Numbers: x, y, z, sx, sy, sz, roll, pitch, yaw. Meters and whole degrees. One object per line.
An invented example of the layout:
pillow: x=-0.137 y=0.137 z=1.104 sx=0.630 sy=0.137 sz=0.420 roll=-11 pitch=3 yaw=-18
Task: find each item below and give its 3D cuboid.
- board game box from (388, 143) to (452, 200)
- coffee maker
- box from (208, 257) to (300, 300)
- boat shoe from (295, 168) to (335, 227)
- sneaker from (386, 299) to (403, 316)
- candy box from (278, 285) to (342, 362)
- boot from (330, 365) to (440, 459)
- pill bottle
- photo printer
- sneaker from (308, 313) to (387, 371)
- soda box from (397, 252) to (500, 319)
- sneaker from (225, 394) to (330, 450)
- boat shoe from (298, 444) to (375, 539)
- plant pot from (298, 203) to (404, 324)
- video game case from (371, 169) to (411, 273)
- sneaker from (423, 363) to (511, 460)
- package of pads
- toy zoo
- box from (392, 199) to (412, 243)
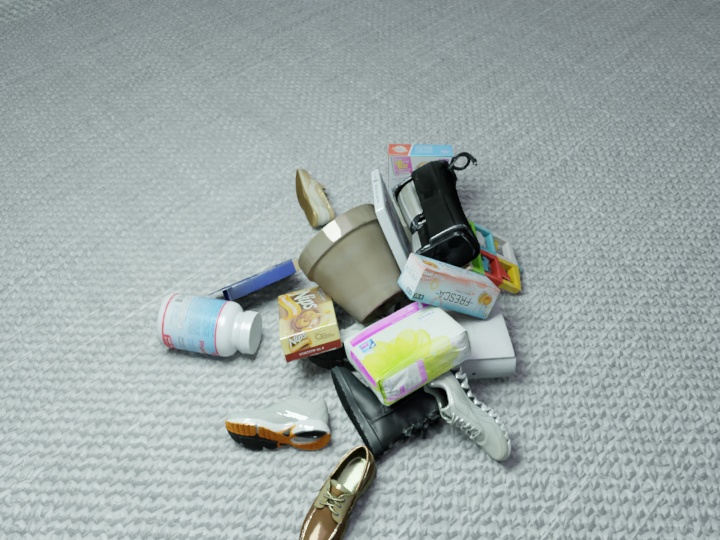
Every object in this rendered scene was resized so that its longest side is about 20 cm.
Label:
board game box: x=0.138 y=-0.202 z=1.411 sx=0.147 sy=0.204 sz=0.041 roll=2 pitch=47 yaw=3
coffee maker: x=0.169 y=-0.119 z=1.213 sx=0.132 sy=0.193 sz=0.204 roll=18 pitch=39 yaw=-33
box: x=-0.232 y=0.026 z=1.289 sx=0.195 sy=0.121 sz=0.033 roll=-23 pitch=95 yaw=-18
boat shoe: x=-0.115 y=-0.184 z=1.500 sx=0.067 sy=0.075 sz=0.203 roll=-7 pitch=48 yaw=-20
sneaker: x=0.023 y=0.029 z=1.300 sx=0.125 sy=0.080 sz=0.205 roll=-11 pitch=58 yaw=5
candy box: x=-0.104 y=0.099 z=1.193 sx=0.111 sy=0.057 sz=0.201 roll=-14 pitch=21 yaw=-3
boot: x=0.051 y=0.236 z=1.115 sx=0.159 sy=0.074 sz=0.200 roll=-25 pitch=59 yaw=-17
pill bottle: x=-0.305 y=0.114 z=1.212 sx=0.193 sy=0.111 sz=0.111 roll=8 pitch=48 yaw=9
photo printer: x=0.196 y=0.139 z=1.190 sx=0.192 sy=0.071 sz=0.169 roll=-3 pitch=42 yaw=-1
sneaker: x=-0.013 y=0.138 z=1.219 sx=0.193 sy=0.078 sz=0.117 roll=-2 pitch=36 yaw=-3
soda box: x=0.171 y=0.031 z=1.138 sx=0.195 sy=0.070 sz=0.064 roll=16 pitch=20 yaw=-30
sneaker: x=-0.150 y=0.274 z=1.099 sx=0.192 sy=0.077 sz=0.094 roll=5 pitch=40 yaw=-4
boat shoe: x=-0.041 y=0.377 z=0.993 sx=0.074 sy=0.075 sz=0.202 roll=20 pitch=52 yaw=20
plant pot: x=0.000 y=0.000 z=1.180 sx=0.197 sy=0.201 sz=0.176 roll=-31 pitch=74 yaw=-23
video game case: x=0.070 y=-0.080 z=1.199 sx=0.023 sy=0.204 sz=0.184 roll=-20 pitch=30 yaw=11
sneaker: x=0.187 y=0.258 z=1.060 sx=0.080 sy=0.076 sz=0.201 roll=-24 pitch=69 yaw=-43
package of pads: x=0.087 y=0.141 z=1.082 sx=0.196 sy=0.070 sz=0.154 roll=-27 pitch=32 yaw=-15
toy zoo: x=0.287 y=-0.028 z=1.296 sx=0.196 sy=0.020 sz=0.135 roll=20 pitch=51 yaw=-33
box: x=0.133 y=-0.109 z=1.411 sx=0.192 sy=0.079 sz=0.097 roll=3 pitch=48 yaw=5
